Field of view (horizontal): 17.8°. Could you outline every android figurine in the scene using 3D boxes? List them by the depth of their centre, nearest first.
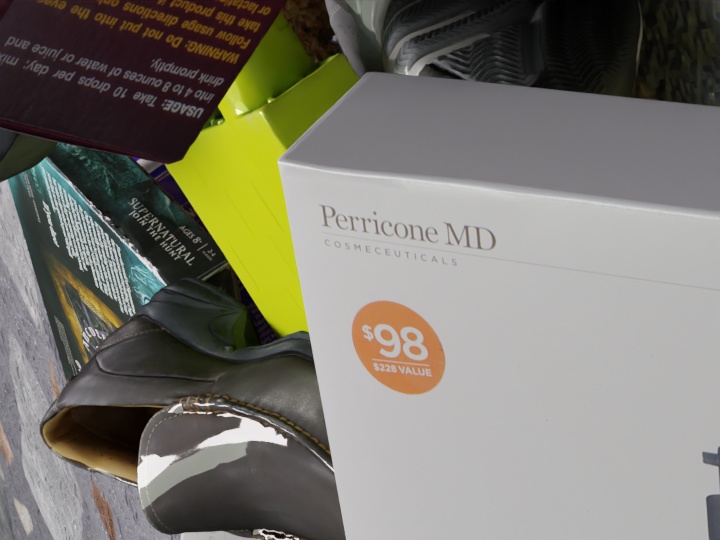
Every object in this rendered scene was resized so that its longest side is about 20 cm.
[{"bbox_3d":[0.000,0.000,0.700,0.201,0.041,0.182,55,163,-8],"label":"android figurine"}]

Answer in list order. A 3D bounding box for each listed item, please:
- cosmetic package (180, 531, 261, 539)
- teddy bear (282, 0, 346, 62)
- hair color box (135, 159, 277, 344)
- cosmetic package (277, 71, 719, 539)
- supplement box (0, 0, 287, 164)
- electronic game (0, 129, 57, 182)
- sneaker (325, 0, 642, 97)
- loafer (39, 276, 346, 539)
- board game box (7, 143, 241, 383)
[{"bbox_3d":[-0.003,0.147,0.847,0.201,0.084,0.108,72,-161,-47],"label":"cosmetic package"},{"bbox_3d":[-0.009,-0.042,0.843,0.201,0.066,0.145,68,-170,18],"label":"teddy bear"},{"bbox_3d":[-0.035,0.040,0.959,0.201,0.065,0.109,58,162,-11],"label":"hair color box"},{"bbox_3d":[0.087,0.041,0.511,0.199,0.052,0.152,8,122,29],"label":"cosmetic package"},{"bbox_3d":[-0.048,-0.141,0.568,0.201,0.085,0.110,-54,54,19],"label":"supplement box"},{"bbox_3d":[-0.087,-0.116,0.737,0.201,0.041,0.201,-56,17,26],"label":"electronic game"},{"bbox_3d":[0.043,-0.046,0.709,0.200,0.074,0.116,-124,14,-61],"label":"sneaker"},{"bbox_3d":[-0.036,0.061,0.720,0.200,0.072,0.073,18,139,61],"label":"loafer"},{"bbox_3d":[-0.087,0.027,0.921,0.135,0.028,0.201,44,156,32],"label":"board game box"}]
